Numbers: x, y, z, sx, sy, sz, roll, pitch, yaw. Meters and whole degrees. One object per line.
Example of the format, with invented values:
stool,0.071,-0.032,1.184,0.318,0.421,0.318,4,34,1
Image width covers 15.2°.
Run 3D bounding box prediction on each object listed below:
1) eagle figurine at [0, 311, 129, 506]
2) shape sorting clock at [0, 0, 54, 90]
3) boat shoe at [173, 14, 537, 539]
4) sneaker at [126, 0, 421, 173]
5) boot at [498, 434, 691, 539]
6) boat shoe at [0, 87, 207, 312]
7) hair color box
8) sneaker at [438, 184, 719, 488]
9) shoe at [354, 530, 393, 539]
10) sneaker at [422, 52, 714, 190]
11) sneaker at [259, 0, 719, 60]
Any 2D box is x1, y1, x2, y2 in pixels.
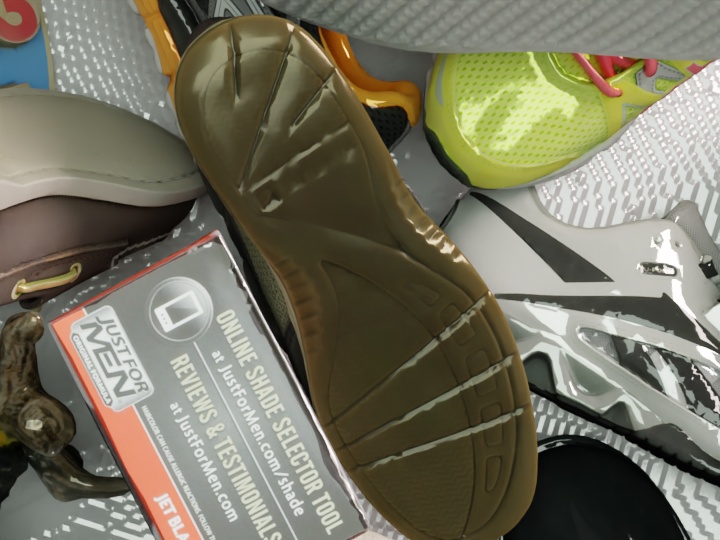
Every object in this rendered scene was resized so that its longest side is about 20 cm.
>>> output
eagle figurine,-0.183,0.105,0.901,0.151,0.152,0.200,29,65,36
shape sorting clock,-0.183,-0.074,0.908,0.199,0.039,0.201,16,68,-44
boat shoe,-0.001,0.000,0.907,0.072,0.066,0.201,-29,108,1
sneaker,-0.047,-0.115,0.944,0.077,0.078,0.201,-24,100,15
boot,0.105,0.150,0.902,0.073,0.162,0.199,-17,88,-6
boat shoe,-0.119,-0.018,0.898,0.072,0.200,0.060,31,110,22
hair color box,-0.049,0.048,0.879,0.061,0.200,0.102,-27,89,-4
sneaker,0.118,0.025,0.953,0.199,0.074,0.089,28,85,0
shoe,-0.046,0.168,0.924,0.053,0.070,0.200,36,99,-28
sneaker,0.104,-0.101,0.915,0.200,0.090,0.078,-40,98,-6
sneaker,0.045,-0.133,0.881,0.199,0.073,0.115,8,68,14
